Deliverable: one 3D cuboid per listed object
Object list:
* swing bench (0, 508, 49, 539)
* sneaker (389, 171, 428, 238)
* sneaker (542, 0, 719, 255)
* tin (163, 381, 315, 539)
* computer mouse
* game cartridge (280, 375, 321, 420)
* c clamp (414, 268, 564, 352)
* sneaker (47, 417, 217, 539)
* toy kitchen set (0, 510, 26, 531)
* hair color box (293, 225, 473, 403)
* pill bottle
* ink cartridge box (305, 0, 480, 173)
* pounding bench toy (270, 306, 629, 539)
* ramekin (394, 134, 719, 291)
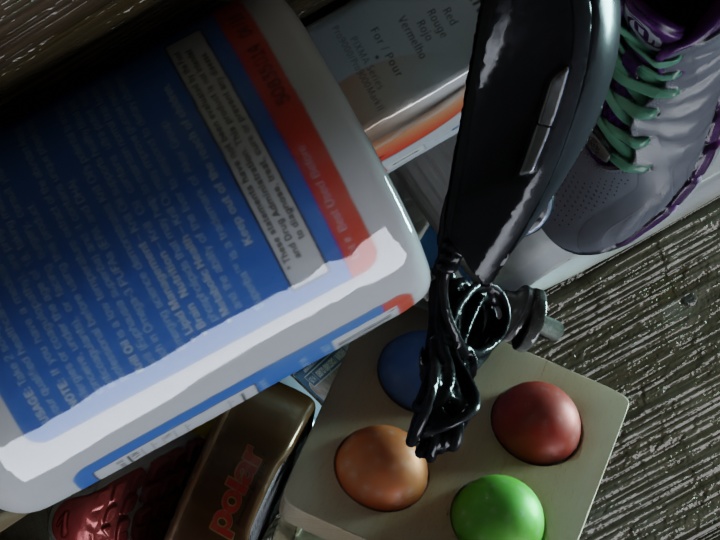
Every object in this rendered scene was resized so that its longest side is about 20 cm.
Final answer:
[{"bbox_3d":[-0.201,0.188,1.333,0.200,0.199,0.130,-6,161,-40],"label":"swing bench"},{"bbox_3d":[-0.067,0.020,1.294,0.199,0.079,0.130,-38,172,-34],"label":"sneaker"},{"bbox_3d":[0.103,-0.082,1.035,0.088,0.074,0.200,-22,148,-51],"label":"sneaker"},{"bbox_3d":[-0.057,0.108,1.237,0.112,0.042,0.200,-62,177,-12],"label":"tin"},{"bbox_3d":[0.054,-0.044,0.926,0.046,0.200,0.140,10,-165,2],"label":"computer mouse"},{"bbox_3d":[-0.125,0.093,1.436,0.200,0.133,0.040,-31,-154,26],"label":"game cartridge"},{"bbox_3d":[0.000,0.000,1.167,0.200,0.027,0.171,18,176,-17],"label":"c clamp"},{"bbox_3d":[-0.113,0.088,1.248,0.200,0.082,0.078,-60,172,-80],"label":"sneaker"},{"bbox_3d":[-0.169,0.112,1.176,0.180,0.163,0.200,-33,174,38],"label":"toy kitchen set"},{"bbox_3d":[0.059,-0.014,1.384,0.200,0.061,0.100,-51,-178,-24],"label":"hair color box"},{"bbox_3d":[-0.089,0.006,0.875,0.200,0.112,0.112,-28,175,-3],"label":"pill bottle"},{"bbox_3d":[0.062,-0.096,1.047,0.200,0.050,0.162,-26,175,3],"label":"ink cartridge box"},{"bbox_3d":[0.018,0.137,1.237,0.156,0.124,0.200,111,4,-53],"label":"pounding bench toy"},{"bbox_3d":[0.109,-0.069,1.243,0.200,0.105,0.200,-29,175,-3],"label":"ramekin"}]
